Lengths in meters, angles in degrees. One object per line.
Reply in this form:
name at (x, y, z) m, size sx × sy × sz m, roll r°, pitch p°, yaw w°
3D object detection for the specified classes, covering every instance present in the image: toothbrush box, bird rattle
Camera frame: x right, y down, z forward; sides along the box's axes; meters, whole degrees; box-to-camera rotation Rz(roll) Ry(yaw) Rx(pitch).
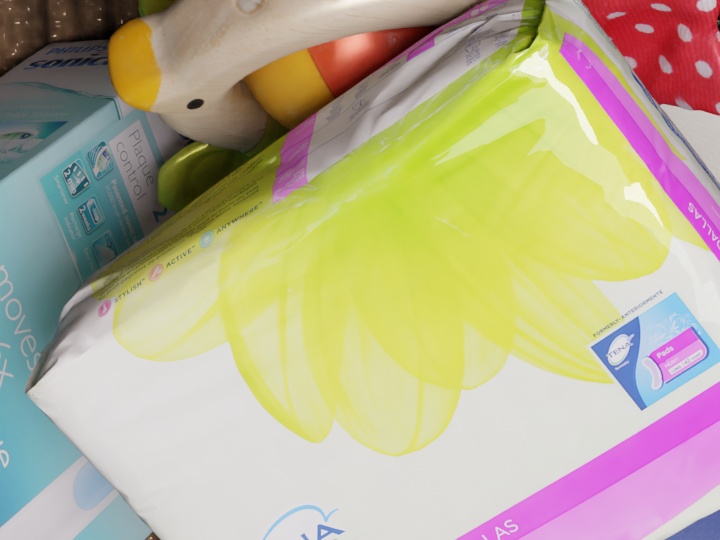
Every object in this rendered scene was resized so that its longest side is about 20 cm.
toothbrush box at (-0.118, 0.024, 0.789) m, size 0.085 × 0.200 × 0.147 m, roll 1°, pitch 119°, yaw 36°
bird rattle at (0.012, -0.063, 0.701) m, size 0.199 × 0.163 × 0.114 m, roll -8°, pitch 82°, yaw 27°

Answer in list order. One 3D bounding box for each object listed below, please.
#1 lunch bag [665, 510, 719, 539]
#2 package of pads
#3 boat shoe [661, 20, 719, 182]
lunch bag at (0.114, 0.079, 0.776) m, size 0.132 × 0.136 × 0.200 m, roll -39°, pitch 110°, yaw 19°
package of pads at (0.019, 0.026, 0.654) m, size 0.199 × 0.068 × 0.155 m, roll -34°, pitch 107°, yaw 23°
boat shoe at (0.137, -0.059, 0.857) m, size 0.199 × 0.060 × 0.074 m, roll -37°, pitch 96°, yaw -7°
